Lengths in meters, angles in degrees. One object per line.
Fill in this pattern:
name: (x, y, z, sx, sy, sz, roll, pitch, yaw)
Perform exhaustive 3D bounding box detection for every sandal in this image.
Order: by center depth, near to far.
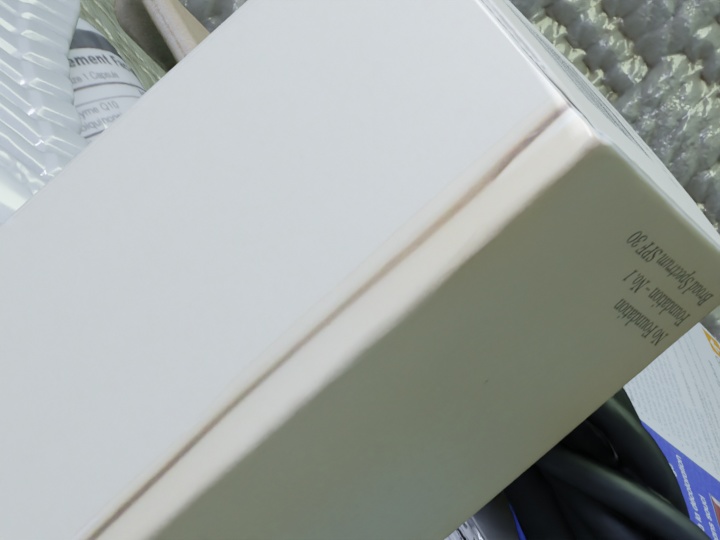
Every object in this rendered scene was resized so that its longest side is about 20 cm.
sandal: (-0.117, -0.059, 0.739, 0.082, 0.050, 0.203, 32, 21, -26)

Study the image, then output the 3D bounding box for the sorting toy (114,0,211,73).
sorting toy: (0.000, 0.000, 0.931, 0.185, 0.036, 0.200, 45, 3, -35)

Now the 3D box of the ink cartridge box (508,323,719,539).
ink cartridge box: (0.074, 0.057, 0.808, 0.200, 0.047, 0.198, 39, 27, -41)

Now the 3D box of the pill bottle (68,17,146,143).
pill bottle: (-0.097, -0.004, 0.825, 0.200, 0.114, 0.114, 52, 4, 17)

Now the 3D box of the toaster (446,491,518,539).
toaster: (-0.001, 0.105, 0.933, 0.200, 0.114, 0.129, 53, 7, 20)

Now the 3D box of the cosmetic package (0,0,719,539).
cosmetic package: (-0.032, 0.030, 0.540, 0.073, 0.200, 0.103, 52, 10, 26)

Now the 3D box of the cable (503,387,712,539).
cable: (0.015, 0.048, 0.650, 0.200, 0.051, 0.163, 28, -42, 24)
